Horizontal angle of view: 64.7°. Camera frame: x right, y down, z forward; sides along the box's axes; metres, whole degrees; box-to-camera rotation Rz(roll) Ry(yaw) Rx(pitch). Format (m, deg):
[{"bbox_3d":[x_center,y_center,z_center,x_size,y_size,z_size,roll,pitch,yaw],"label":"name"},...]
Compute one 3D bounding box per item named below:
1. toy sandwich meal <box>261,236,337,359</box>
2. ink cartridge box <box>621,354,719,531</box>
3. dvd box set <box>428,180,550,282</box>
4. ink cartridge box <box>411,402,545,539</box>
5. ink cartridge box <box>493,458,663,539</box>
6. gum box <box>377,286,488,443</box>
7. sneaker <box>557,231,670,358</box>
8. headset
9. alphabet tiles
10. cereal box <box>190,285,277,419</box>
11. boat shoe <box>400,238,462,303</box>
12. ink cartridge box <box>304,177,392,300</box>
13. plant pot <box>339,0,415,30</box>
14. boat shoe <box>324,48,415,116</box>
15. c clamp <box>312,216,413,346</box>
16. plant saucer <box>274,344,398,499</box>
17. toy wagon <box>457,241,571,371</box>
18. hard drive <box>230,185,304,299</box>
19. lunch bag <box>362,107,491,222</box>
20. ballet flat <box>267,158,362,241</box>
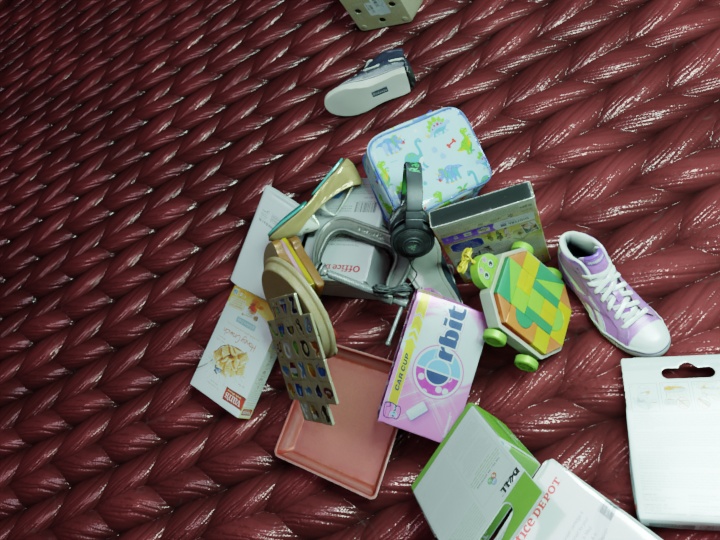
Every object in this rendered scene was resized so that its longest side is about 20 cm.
[{"bbox_3d":[-0.091,0.047,0.919,0.070,0.208,0.204,-33,49,-28],"label":"toy sandwich meal"},{"bbox_3d":[0.415,0.209,0.702,0.159,0.050,0.204,-7,54,24],"label":"ink cartridge box"},{"bbox_3d":[0.197,-0.048,0.839,0.143,0.200,0.030,-16,61,19],"label":"dvd box set"},{"bbox_3d":[0.156,0.282,0.696,0.149,0.075,0.200,-56,19,5],"label":"ink cartridge box"},{"bbox_3d":[0.274,0.348,0.672,0.199,0.083,0.148,33,83,35],"label":"ink cartridge box"},{"bbox_3d":[0.107,0.133,0.823,0.111,0.066,0.204,18,88,2],"label":"gum box"},{"bbox_3d":[0.340,0.028,0.782,0.072,0.114,0.201,-38,56,2],"label":"sneaker"},{"bbox_3d":[0.061,-0.058,0.849,0.091,0.205,0.124,0,19,1],"label":"headset"},{"bbox_3d":[-0.092,0.137,0.876,0.165,0.006,0.205,-16,91,58],"label":"alphabet tiles"},{"bbox_3d":[-0.218,0.146,1.039,0.142,0.039,0.204,21,85,34],"label":"cereal box"},{"bbox_3d":[0.121,0.014,0.933,0.074,0.062,0.202,-31,58,7],"label":"boat shoe"},{"bbox_3d":[-0.016,-0.058,1.025,0.142,0.084,0.204,3,67,28],"label":"ink cartridge box"},{"bbox_3d":[0.041,-0.651,1.239,0.196,0.199,0.182,3,77,28],"label":"plant pot"},{"bbox_3d":[0.017,-0.396,1.195,0.195,0.075,0.094,-12,53,12],"label":"boat shoe"},{"bbox_3d":[0.000,0.000,0.922,0.197,0.027,0.173,26,74,17],"label":"c clamp"},{"bbox_3d":[-0.020,0.232,0.912,0.196,0.037,0.203,11,71,32],"label":"plant saucer"},{"bbox_3d":[0.217,0.037,0.796,0.039,0.199,0.157,-17,43,56],"label":"toy wagon"},{"bbox_3d":[-0.173,-0.043,1.090,0.131,0.026,0.204,32,105,36],"label":"hard drive"},{"bbox_3d":[0.110,-0.177,0.966,0.197,0.083,0.163,-25,82,-13],"label":"lunch bag"},{"bbox_3d":[-0.076,-0.108,0.992,0.200,0.063,0.069,-44,10,4],"label":"ballet flat"}]
